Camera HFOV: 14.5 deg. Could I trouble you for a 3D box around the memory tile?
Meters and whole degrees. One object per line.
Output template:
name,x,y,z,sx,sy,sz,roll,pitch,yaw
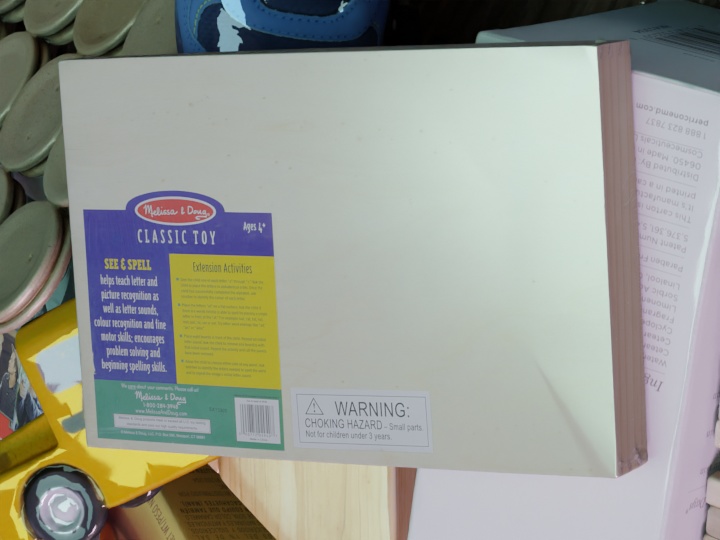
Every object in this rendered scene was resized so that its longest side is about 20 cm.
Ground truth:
memory tile,-0.124,-0.061,1.063,0.153,0.017,0.200,-57,31,-2

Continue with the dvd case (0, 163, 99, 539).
dvd case,-0.132,0.019,1.126,0.146,0.022,0.200,28,114,56

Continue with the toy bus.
toy bus,-0.048,0.027,0.988,0.200,0.065,0.078,-26,91,21

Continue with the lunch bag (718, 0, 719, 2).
lunch bag,0.126,-0.169,0.910,0.200,0.076,0.160,41,123,22

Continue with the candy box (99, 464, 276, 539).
candy box,-0.054,0.171,1.084,0.117,0.056,0.200,-57,46,31

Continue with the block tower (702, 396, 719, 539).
block tower,0.145,0.055,0.883,0.054,0.058,0.200,21,120,37

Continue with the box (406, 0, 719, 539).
box,0.097,0.021,0.937,0.097,0.124,0.200,18,109,32

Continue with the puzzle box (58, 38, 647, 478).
puzzle box,-0.006,-0.006,0.901,0.200,0.025,0.133,2,100,30

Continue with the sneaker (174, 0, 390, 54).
sneaker,-0.016,-0.132,0.935,0.074,0.082,0.200,9,89,-10

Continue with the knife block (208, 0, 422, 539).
knife block,0.000,0.000,1.035,0.200,0.064,0.176,47,112,6
